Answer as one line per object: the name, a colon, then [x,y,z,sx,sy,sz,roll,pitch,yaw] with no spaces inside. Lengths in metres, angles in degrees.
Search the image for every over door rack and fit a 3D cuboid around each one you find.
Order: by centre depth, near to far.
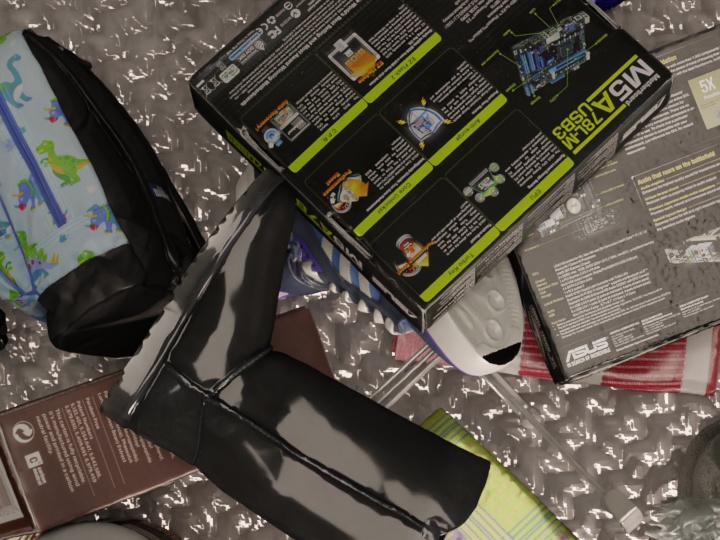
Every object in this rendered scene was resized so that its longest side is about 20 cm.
over door rack: [0.055,0.136,1.280,0.148,0.067,0.200,-44,50,0]

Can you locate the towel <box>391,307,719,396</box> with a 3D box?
towel: [0.126,-0.005,1.358,0.200,0.023,0.144,7,86,2]

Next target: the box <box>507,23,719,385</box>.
box: [0.179,-0.042,1.305,0.200,0.086,0.164,-22,86,-1]

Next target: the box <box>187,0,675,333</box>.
box: [0.039,-0.100,1.246,0.200,0.048,0.193,-43,78,-11]

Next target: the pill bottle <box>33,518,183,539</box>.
pill bottle: [-0.146,0.199,1.258,0.116,0.200,0.117,0,85,2]

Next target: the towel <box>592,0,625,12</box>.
towel: [0.055,-0.184,1.361,0.200,0.050,0.148,-31,86,-1]

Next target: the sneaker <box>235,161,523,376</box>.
sneaker: [0.000,0.000,1.317,0.146,0.081,0.200,-41,73,41]

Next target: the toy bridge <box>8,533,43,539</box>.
toy bridge: [-0.195,0.149,1.330,0.027,0.067,0.200,37,87,4]

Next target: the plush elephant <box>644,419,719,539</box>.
plush elephant: [0.238,0.172,1.284,0.200,0.155,0.165,-21,39,-32]

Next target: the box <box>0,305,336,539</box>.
box: [-0.121,0.088,1.279,0.200,0.100,0.075,-21,89,-25]

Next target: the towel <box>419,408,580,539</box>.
towel: [0.026,0.198,1.343,0.144,0.023,0.200,44,87,5]

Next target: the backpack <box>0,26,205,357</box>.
backpack: [-0.177,-0.047,1.307,0.154,0.163,0.200,-21,78,14]

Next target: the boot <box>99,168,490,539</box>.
boot: [-0.015,0.064,1.206,0.200,0.066,0.165,33,93,1]

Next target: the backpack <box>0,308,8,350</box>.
backpack: [-0.329,-0.011,1.297,0.134,0.183,0.200,-36,71,15]
